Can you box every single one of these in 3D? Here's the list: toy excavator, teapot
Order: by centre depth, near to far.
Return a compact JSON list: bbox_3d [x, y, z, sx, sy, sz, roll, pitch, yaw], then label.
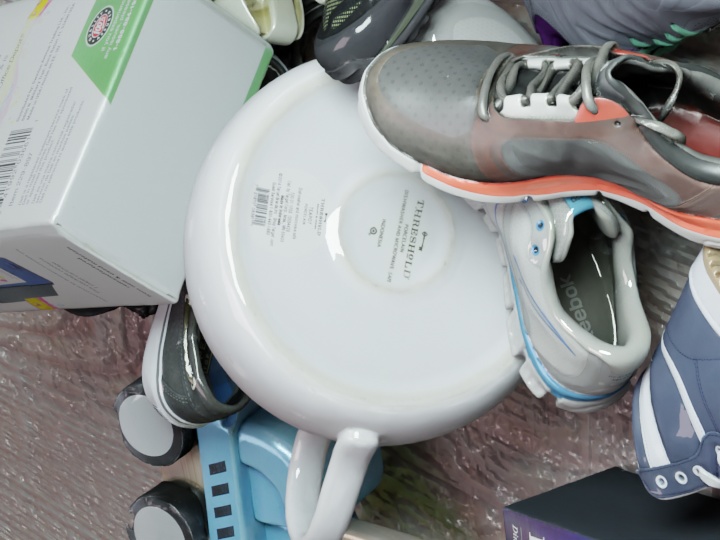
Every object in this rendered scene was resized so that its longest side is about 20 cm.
[{"bbox_3d":[0.000,0.000,1.225,0.198,0.200,0.146,54,162,1],"label":"teapot"},{"bbox_3d":[-0.017,0.135,1.352,0.199,0.100,0.196,7,114,33],"label":"toy excavator"}]

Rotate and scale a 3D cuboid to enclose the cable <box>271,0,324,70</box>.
[{"bbox_3d":[-0.034,-0.123,1.366,0.200,0.050,0.097,-59,44,34],"label":"cable"}]

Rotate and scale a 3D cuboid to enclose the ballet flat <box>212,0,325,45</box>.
[{"bbox_3d":[-0.033,-0.159,1.272,0.200,0.068,0.076,-37,70,39],"label":"ballet flat"}]

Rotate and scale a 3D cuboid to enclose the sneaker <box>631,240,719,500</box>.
[{"bbox_3d":[0.183,0.089,1.068,0.201,0.070,0.109,62,142,32],"label":"sneaker"}]

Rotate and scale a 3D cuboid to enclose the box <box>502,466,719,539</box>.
[{"bbox_3d":[0.144,0.207,1.178,0.141,0.079,0.201,11,112,52],"label":"box"}]

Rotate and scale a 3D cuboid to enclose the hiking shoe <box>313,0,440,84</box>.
[{"bbox_3d":[-0.006,-0.184,1.154,0.076,0.100,0.201,-18,56,58],"label":"hiking shoe"}]

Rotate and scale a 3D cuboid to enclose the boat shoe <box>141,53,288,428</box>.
[{"bbox_3d":[-0.061,-0.018,1.296,0.057,0.068,0.201,-5,73,58],"label":"boat shoe"}]

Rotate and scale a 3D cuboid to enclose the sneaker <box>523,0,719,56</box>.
[{"bbox_3d":[0.132,-0.118,1.083,0.200,0.074,0.088,24,142,59],"label":"sneaker"}]

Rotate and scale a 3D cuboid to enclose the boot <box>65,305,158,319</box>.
[{"bbox_3d":[-0.153,-0.024,1.469,0.199,0.073,0.163,60,179,33],"label":"boot"}]

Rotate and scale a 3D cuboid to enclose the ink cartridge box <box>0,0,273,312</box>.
[{"bbox_3d":[-0.153,-0.061,1.294,0.199,0.087,0.146,-4,60,50],"label":"ink cartridge box"}]

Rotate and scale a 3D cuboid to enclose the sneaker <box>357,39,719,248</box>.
[{"bbox_3d":[0.093,-0.072,1.064,0.199,0.077,0.082,12,152,14],"label":"sneaker"}]

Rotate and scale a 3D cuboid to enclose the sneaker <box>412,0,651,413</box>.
[{"bbox_3d":[0.083,-0.039,1.133,0.201,0.075,0.087,65,165,6],"label":"sneaker"}]
